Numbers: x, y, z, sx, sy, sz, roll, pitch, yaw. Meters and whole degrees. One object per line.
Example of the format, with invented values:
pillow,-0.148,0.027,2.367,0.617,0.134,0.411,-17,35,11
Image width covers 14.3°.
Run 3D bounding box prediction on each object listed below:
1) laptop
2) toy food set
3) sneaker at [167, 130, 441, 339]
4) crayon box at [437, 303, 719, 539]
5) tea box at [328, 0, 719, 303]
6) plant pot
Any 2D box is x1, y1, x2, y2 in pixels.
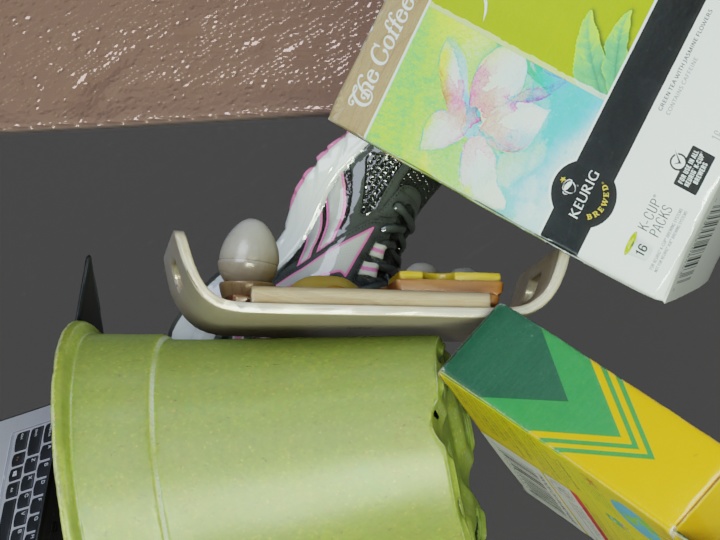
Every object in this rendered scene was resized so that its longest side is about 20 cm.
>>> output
laptop,-0.198,0.122,1.541,0.199,0.116,0.188,-18,48,32
toy food set,0.000,0.000,1.474,0.199,0.144,0.061,1,84,-6
sneaker,-0.007,0.003,1.583,0.200,0.080,0.086,-49,59,0
crayon box,0.139,0.107,1.374,0.051,0.127,0.200,-47,48,-10
tea box,0.123,-0.120,1.435,0.196,0.134,0.201,28,102,13
plant pot,-0.039,0.107,1.451,0.189,0.200,0.201,-11,51,8
